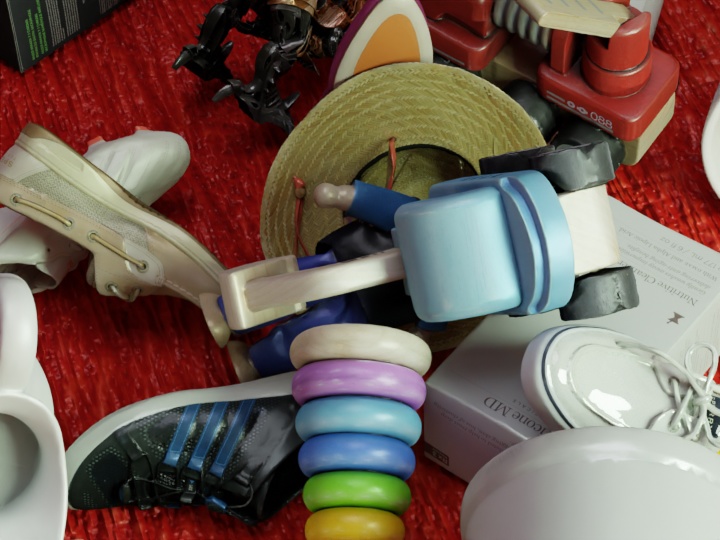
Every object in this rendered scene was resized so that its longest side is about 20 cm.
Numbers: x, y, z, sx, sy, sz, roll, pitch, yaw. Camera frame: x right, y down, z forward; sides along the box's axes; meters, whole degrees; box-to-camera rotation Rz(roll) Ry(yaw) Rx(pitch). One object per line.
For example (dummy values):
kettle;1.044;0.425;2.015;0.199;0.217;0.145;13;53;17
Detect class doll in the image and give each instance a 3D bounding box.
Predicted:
doll;0.000;0.000;1.462;0.199;0.137;0.049;-26;28;3

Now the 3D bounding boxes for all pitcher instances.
pitcher;-0.230;0.070;1.364;0.121;0.172;0.200;6;12;-24

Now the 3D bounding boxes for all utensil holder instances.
utensil holder;0.134;0.214;1.247;0.169;0.170;0.201;2;50;4

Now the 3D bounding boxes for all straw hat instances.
straw hat;0.037;-0.043;1.532;0.200;0.202;0.085;8;7;9

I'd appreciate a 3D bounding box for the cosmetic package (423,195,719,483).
cosmetic package;0.139;0.057;1.446;0.113;0.081;0.200;28;53;23

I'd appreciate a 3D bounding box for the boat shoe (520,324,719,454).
boat shoe;0.189;0.084;1.346;0.086;0.202;0.075;-8;58;53

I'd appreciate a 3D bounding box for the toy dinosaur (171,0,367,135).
toy dinosaur;-0.065;-0.183;1.635;0.200;0.136;0.102;22;16;-35

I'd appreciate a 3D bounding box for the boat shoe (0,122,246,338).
boat shoe;-0.152;-0.013;1.503;0.200;0.072;0.065;38;84;-9

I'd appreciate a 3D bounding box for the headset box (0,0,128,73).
headset box;-0.254;-0.261;1.751;0.174;0.093;0.200;34;58;30

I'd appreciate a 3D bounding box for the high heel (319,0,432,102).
high heel;0.005;-0.140;1.555;0.067;0.200;0.096;-6;53;-8

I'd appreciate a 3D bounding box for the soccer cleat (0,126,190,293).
soccer cleat;-0.198;-0.028;1.555;0.199;0.069;0.078;-26;56;-11

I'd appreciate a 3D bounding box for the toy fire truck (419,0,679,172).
toy fire truck;0.111;-0.159;1.480;0.176;0.200;0.129;31;63;20

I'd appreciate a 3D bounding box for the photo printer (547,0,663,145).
photo printer;0.120;-0.155;1.650;0.166;0.070;0.200;11;49;12

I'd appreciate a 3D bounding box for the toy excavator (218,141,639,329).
toy excavator;0.035;-0.008;1.369;0.199;0.100;0.194;-13;5;-24

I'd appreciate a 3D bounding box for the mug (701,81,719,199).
mug;0.320;-0.109;1.580;0.149;0.187;0.153;-22;30;27

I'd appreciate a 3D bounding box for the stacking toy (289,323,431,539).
stacking toy;-0.005;0.136;1.351;0.085;0.085;0.201;2;73;5

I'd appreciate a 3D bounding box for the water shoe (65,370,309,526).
water shoe;-0.086;0.116;1.408;0.199;0.072;0.079;-16;51;-12
